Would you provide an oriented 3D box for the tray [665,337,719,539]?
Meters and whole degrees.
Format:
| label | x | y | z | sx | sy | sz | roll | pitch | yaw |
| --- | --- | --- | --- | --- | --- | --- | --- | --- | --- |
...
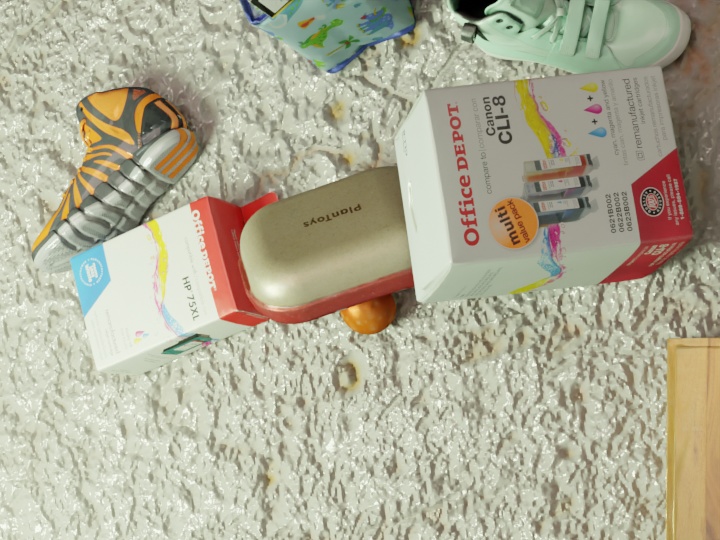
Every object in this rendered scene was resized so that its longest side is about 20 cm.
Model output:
| label | x | y | z | sx | sy | sz | roll | pitch | yaw |
| --- | --- | --- | --- | --- | --- | --- | --- | --- | --- |
| tray | 0.295 | 0.155 | 1.450 | 0.098 | 0.037 | 0.202 | -2 | 83 | 26 |

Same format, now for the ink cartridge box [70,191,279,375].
| label | x | y | z | sx | sy | sz | roll | pitch | yaw |
| --- | --- | --- | --- | --- | --- | --- | --- | --- | --- |
| ink cartridge box | -0.160 | 0.009 | 1.680 | 0.199 | 0.067 | 0.117 | -24 | 73 | 21 |

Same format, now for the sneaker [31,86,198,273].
| label | x | y | z | sx | sy | sz | roll | pitch | yaw |
| --- | --- | --- | --- | --- | --- | --- | --- | --- | --- |
| sneaker | -0.252 | -0.093 | 1.745 | 0.200 | 0.078 | 0.112 | -42 | 63 | 4 |

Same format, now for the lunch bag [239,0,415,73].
| label | x | y | z | sx | sy | sz | roll | pitch | yaw |
| --- | --- | --- | --- | --- | --- | --- | --- | --- | --- |
| lunch bag | -0.047 | -0.301 | 1.611 | 0.127 | 0.170 | 0.201 | -27 | 70 | 15 |

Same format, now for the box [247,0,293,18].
| label | x | y | z | sx | sy | sz | roll | pitch | yaw |
| --- | --- | --- | --- | --- | --- | --- | --- | --- | --- |
| box | -0.073 | -0.338 | 1.510 | 0.159 | 0.049 | 0.201 | -40 | 67 | 14 |

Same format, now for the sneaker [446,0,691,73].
| label | x | y | z | sx | sy | sz | roll | pitch | yaw |
| --- | --- | --- | --- | --- | --- | --- | --- | --- | --- |
| sneaker | 0.169 | -0.208 | 1.519 | 0.199 | 0.118 | 0.074 | 5 | 83 | 26 |

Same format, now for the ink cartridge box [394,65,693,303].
| label | x | y | z | sx | sy | sz | roll | pitch | yaw |
| --- | --- | --- | --- | --- | --- | --- | --- | --- | --- |
| ink cartridge box | 0.140 | -0.066 | 1.452 | 0.198 | 0.145 | 0.147 | -7 | 79 | -9 |

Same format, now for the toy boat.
| label | x | y | z | sx | sy | sz | roll | pitch | yaw |
| --- | --- | --- | --- | --- | --- | --- | --- | --- | --- |
| toy boat | 0.000 | 0.000 | 1.578 | 0.199 | 0.131 | 0.131 | -18 | 40 | -1 |
